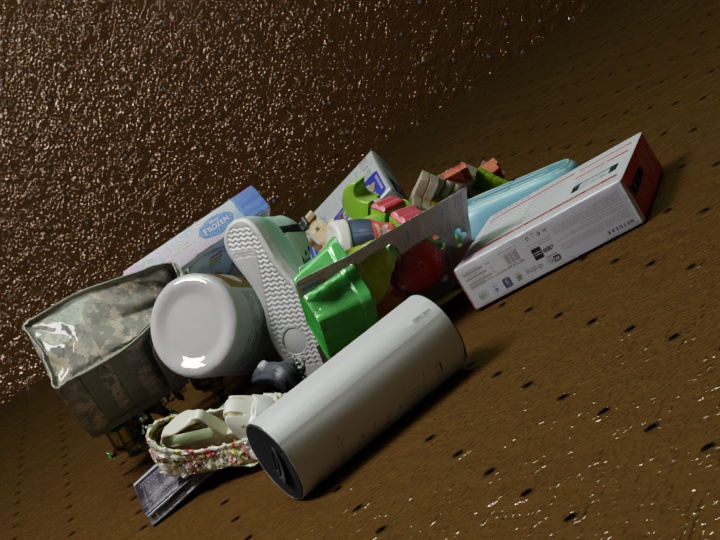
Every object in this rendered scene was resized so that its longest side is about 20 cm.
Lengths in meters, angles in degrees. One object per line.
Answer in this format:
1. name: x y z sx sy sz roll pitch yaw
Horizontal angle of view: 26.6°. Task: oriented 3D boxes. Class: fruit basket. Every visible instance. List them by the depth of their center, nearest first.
1. fruit basket: 0.028 0.003 1.585 0.199 0.094 0.186 -35 -27 -10

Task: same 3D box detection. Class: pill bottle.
1. pill bottle: -0.146 0.063 1.746 0.114 0.115 0.200 -30 -13 19

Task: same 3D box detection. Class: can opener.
1. can opener: -0.096 0.124 1.646 0.078 0.064 0.200 -35 9 -11

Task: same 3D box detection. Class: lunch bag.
1. lunch bag: -0.271 0.086 1.797 0.198 0.118 0.165 -30 -25 -9

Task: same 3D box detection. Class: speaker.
1. speaker: -0.003 0.109 1.324 0.199 0.082 0.081 -37 9 -23

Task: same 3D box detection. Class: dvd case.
1. dvd case: -0.178 0.201 1.634 0.148 0.016 0.200 -42 10 -8

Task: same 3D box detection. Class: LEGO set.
1. LEGO set: -0.251 0.173 1.933 0.200 0.117 0.153 -40 40 -21

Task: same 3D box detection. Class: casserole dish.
1. casserole dish: 0.181 -0.082 1.775 0.198 0.039 0.121 -23 6 15

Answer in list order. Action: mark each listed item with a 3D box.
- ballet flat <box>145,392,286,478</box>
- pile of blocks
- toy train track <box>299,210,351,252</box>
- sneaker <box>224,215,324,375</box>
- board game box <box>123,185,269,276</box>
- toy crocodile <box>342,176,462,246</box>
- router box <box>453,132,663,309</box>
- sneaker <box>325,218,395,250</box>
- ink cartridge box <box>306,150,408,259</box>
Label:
1. ballet flat: -0.132 0.158 1.499 0.198 0.064 0.076 -20 39 26
2. pile of blocks: 0.135 -0.099 1.878 0.199 0.082 0.063 -19 -38 -49
3. toy train track: -0.050 -0.048 1.851 0.115 0.032 0.200 -50 18 1
4. sneaker: -0.065 0.022 1.710 0.073 0.202 0.118 -31 -5 27
5. board game box: -0.205 0.002 1.949 0.198 0.043 0.201 -36 -17 -18
6. toy crocodile: 0.058 -0.045 1.740 0.067 0.062 0.199 -26 44 -33
7. router box: 0.207 -0.053 1.564 0.199 0.049 0.180 -29 9 25
8. sneaker: 0.000 0.000 1.699 0.083 0.076 0.200 -8 -17 -11
9. ink cartridge box: -0.029 -0.046 1.918 0.200 0.047 0.198 -49 18 9
